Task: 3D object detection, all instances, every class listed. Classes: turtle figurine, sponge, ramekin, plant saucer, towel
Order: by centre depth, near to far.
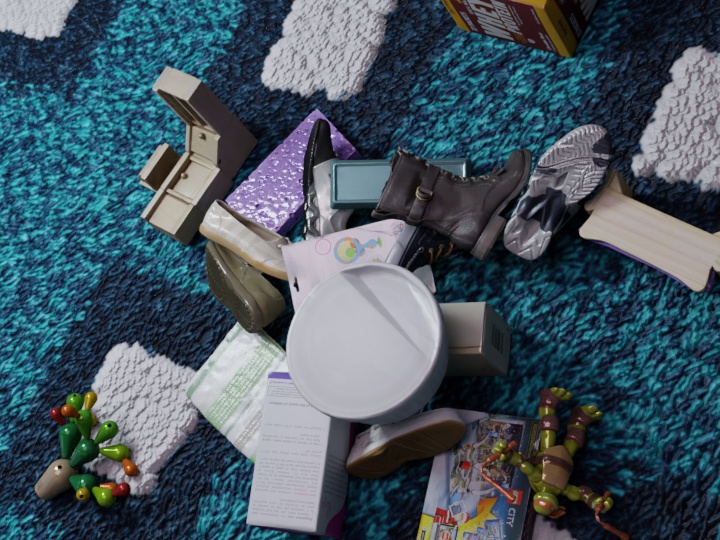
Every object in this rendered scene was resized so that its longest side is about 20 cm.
[{"bbox_3d":[0.241,0.233,1.481,0.199,0.064,0.162,25,61,-6],"label":"turtle figurine"},{"bbox_3d":[0.018,0.097,1.526,0.202,0.094,0.203,-8,67,19],"label":"ramekin"},{"bbox_3d":[0.055,-0.122,1.730,0.199,0.019,0.070,-1,84,5],"label":"plant saucer"},{"bbox_3d":[-0.145,0.176,1.750,0.200,0.031,0.149,39,91,32],"label":"towel"},{"bbox_3d":[-0.101,-0.138,1.860,0.200,0.030,0.112,-45,57,2],"label":"sponge"}]

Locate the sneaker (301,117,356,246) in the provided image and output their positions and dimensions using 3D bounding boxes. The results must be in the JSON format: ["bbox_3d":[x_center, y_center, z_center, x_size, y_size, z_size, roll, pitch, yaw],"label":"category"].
[{"bbox_3d":[-0.039,-0.119,1.787,0.088,0.074,0.201,1,85,-10],"label":"sneaker"}]

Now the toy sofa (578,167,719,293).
[{"bbox_3d":[0.377,-0.039,1.536,0.200,0.083,0.098,29,88,34],"label":"toy sofa"}]

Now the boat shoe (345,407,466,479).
[{"bbox_3d":[0.053,0.204,1.579,0.200,0.071,0.070,-29,43,40],"label":"boat shoe"}]

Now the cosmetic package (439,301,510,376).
[{"bbox_3d":[0.086,0.092,1.618,0.199,0.104,0.073,-4,67,27],"label":"cosmetic package"}]

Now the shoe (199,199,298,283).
[{"bbox_3d":[-0.143,-0.038,1.788,0.200,0.070,0.054,29,103,15],"label":"shoe"}]

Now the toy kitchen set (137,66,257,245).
[{"bbox_3d":[-0.305,-0.185,1.895,0.163,0.180,0.200,26,78,34],"label":"toy kitchen set"}]

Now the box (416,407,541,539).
[{"bbox_3d":[0.152,0.278,1.540,0.136,0.038,0.201,5,71,29],"label":"box"}]

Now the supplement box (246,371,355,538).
[{"bbox_3d":[-0.072,0.242,1.618,0.103,0.101,0.201,1,73,19],"label":"supplement box"}]

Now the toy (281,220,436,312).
[{"bbox_3d":[0.000,0.000,1.729,0.199,0.047,0.116,-14,81,12],"label":"toy"}]

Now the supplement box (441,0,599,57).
[{"bbox_3d":[0.239,-0.439,1.752,0.197,0.133,0.200,22,80,33],"label":"supplement box"}]

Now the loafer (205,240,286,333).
[{"bbox_3d":[-0.170,0.022,1.804,0.067,0.076,0.200,-12,41,-25],"label":"loafer"}]

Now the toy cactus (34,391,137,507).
[{"bbox_3d":[-0.418,0.279,1.814,0.165,0.102,0.200,-42,64,17],"label":"toy cactus"}]

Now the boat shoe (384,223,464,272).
[{"bbox_3d":[0.097,-0.035,1.655,0.091,0.071,0.201,30,70,1],"label":"boat shoe"}]

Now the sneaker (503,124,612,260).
[{"bbox_3d":[0.260,-0.116,1.597,0.079,0.130,0.200,26,118,4],"label":"sneaker"}]

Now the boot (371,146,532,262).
[{"bbox_3d":[0.122,-0.117,1.628,0.174,0.069,0.200,27,59,4],"label":"boot"}]
